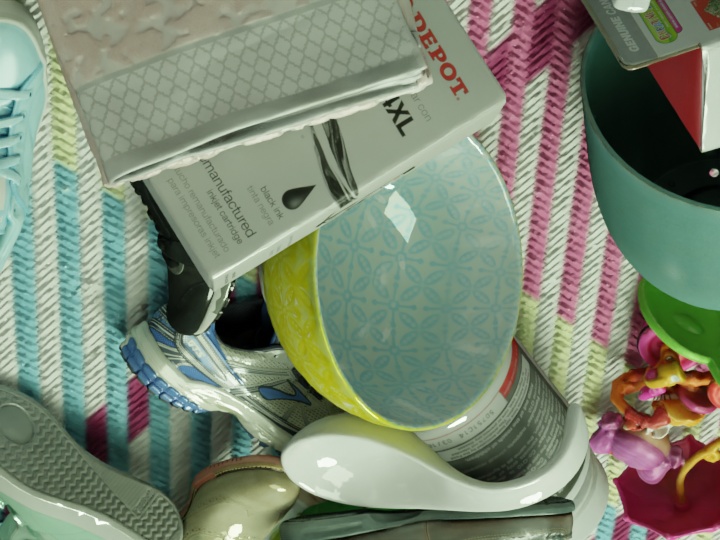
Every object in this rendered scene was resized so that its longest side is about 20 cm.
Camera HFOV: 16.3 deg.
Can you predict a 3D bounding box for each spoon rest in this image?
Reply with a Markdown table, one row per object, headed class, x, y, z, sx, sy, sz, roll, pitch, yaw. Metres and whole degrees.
| class | x | y | z | sx | sy | sz | roll | pitch | yaw |
| --- | --- | --- | --- | --- | --- | --- | --- | --- | --- |
| spoon rest | 0.046 | 0.124 | 1.624 | 0.200 | 0.061 | 0.099 | -6 | 145 | 14 |

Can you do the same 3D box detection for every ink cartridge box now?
| class | x | y | z | sx | sy | sz | roll | pitch | yaw |
| --- | --- | --- | --- | --- | --- | --- | --- | --- | --- |
| ink cartridge box | 0.199 | -0.171 | 1.473 | 0.175 | 0.200 | 0.084 | -16 | 135 | -8 |
| ink cartridge box | -0.038 | -0.102 | 1.449 | 0.200 | 0.146 | 0.084 | -32 | 177 | -6 |

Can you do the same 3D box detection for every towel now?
| class | x | y | z | sx | sy | sz | roll | pitch | yaw |
| --- | --- | --- | --- | --- | --- | --- | --- | --- | --- |
| towel | -0.080 | -0.162 | 1.397 | 0.200 | 0.191 | 0.032 | -19 | 172 | -6 |

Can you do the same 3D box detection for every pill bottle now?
| class | x | y | z | sx | sy | sz | roll | pitch | yaw |
| --- | --- | --- | --- | --- | --- | --- | --- | --- | --- |
| pill bottle | 0.090 | 0.114 | 1.752 | 0.114 | 0.114 | 0.200 | -32 | 134 | 8 |

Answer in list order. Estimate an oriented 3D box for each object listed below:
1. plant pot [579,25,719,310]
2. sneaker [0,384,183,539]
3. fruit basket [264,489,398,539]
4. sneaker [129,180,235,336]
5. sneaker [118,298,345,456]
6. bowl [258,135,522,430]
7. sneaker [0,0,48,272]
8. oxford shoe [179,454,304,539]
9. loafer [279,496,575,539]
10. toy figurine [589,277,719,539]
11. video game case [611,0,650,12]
| class | x | y | z | sx | sy | sz | roll | pitch | yaw |
| --- | --- | --- | --- | --- | --- | --- | --- | --- | --- |
| plant pot | 0.237 | -0.068 | 1.594 | 0.200 | 0.201 | 0.161 | -16 | 145 | -8 |
| sneaker | -0.230 | 0.155 | 1.691 | 0.200 | 0.074 | 0.118 | 37 | 131 | -27 |
| fruit basket | -0.016 | 0.234 | 1.818 | 0.185 | 0.094 | 0.200 | 37 | 119 | -22 |
| sneaker | -0.110 | -0.055 | 1.555 | 0.087 | 0.076 | 0.200 | 10 | 118 | -11 |
| sneaker | -0.057 | 0.065 | 1.677 | 0.200 | 0.077 | 0.085 | 23 | 115 | -37 |
| bowl | 0.000 | 0.000 | 1.599 | 0.108 | 0.200 | 0.200 | -1 | 153 | 42 |
| sneaker | -0.218 | -0.063 | 1.486 | 0.074 | 0.082 | 0.200 | -4 | 132 | -20 |
| oxford shoe | -0.093 | 0.188 | 1.729 | 0.071 | 0.074 | 0.200 | 15 | 145 | -22 |
| loafer | 0.047 | 0.188 | 1.687 | 0.200 | 0.063 | 0.072 | -5 | 179 | 10 |
| toy figurine | 0.236 | 0.113 | 1.818 | 0.200 | 0.150 | 0.184 | 27 | 129 | -14 |
| video game case | 0.153 | -0.270 | 1.366 | 0.023 | 0.200 | 0.182 | 6 | 129 | -9 |
